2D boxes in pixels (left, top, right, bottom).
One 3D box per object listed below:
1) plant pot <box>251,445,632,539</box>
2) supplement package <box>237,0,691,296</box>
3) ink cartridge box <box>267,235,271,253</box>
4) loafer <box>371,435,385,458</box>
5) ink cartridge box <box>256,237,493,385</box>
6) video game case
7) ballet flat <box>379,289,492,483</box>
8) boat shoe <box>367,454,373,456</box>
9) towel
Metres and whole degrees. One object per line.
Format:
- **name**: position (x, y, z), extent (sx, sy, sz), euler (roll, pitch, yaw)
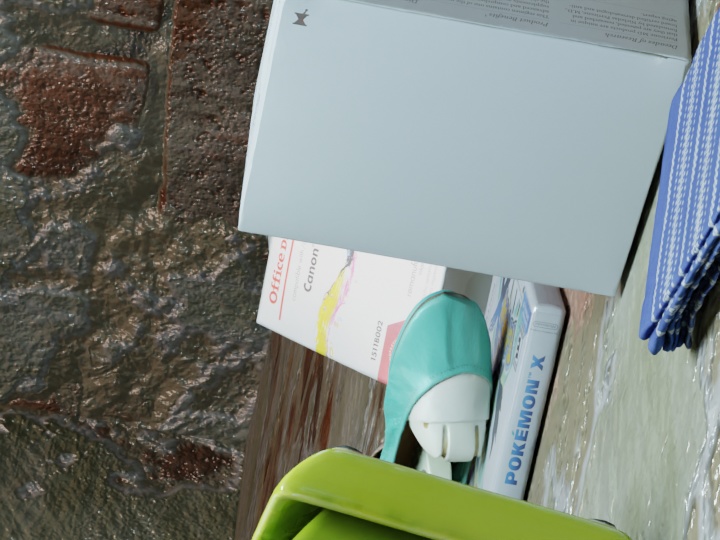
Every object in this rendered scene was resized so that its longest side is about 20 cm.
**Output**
- **plant pot**: position (0.020, 0.195, 1.258), extent (0.199, 0.200, 0.182), euler (112, 173, -70)
- **supplement package**: position (0.050, -0.093, 1.426), extent (0.111, 0.200, 0.156), euler (-84, 6, -50)
- **ink cartridge box**: position (0.002, -0.058, 2.240), extent (0.200, 0.146, 0.084), euler (-102, 21, -79)
- **loafer**: position (0.032, 0.139, 1.954), extent (0.200, 0.063, 0.072), euler (-89, 10, -62)
- **ink cartridge box**: position (0.000, 0.000, 1.922), extent (0.200, 0.067, 0.117), euler (23, 108, 41)
- **video game case**: position (0.086, 0.075, 1.708), extent (0.200, 0.022, 0.182), euler (-96, 17, -72)
- **ballet flat**: position (0.047, 0.105, 1.692), extent (0.070, 0.067, 0.200), euler (-119, 32, -43)
- **boat shoe**: position (0.015, 0.194, 1.996), extent (0.200, 0.072, 0.065), euler (-87, -5, -66)
- **towel**: position (0.160, -0.066, 1.192), extent (0.200, 0.024, 0.145), euler (112, 170, -60)
